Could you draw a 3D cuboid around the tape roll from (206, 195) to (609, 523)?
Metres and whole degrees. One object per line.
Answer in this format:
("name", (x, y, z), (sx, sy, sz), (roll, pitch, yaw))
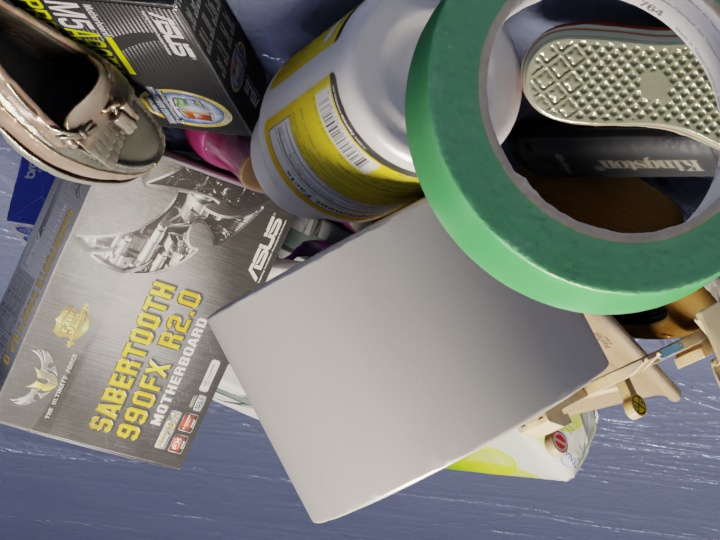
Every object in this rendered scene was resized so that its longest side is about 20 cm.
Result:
("tape roll", (0.027, 0.041, 1.478), (0.202, 0.140, 0.203), (-29, -179, 0))

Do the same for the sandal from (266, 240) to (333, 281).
("sandal", (0.003, 0.003, 1.700), (0.202, 0.050, 0.082), (9, 161, 29))

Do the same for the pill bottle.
("pill bottle", (0.006, -0.090, 1.465), (0.111, 0.112, 0.200), (17, 163, -19))

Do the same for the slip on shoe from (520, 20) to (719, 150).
("slip on shoe", (0.186, -0.105, 1.397), (0.199, 0.074, 0.061), (6, -161, -4))

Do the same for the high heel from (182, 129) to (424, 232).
("high heel", (-0.032, -0.075, 1.671), (0.199, 0.068, 0.096), (6, -151, -42))

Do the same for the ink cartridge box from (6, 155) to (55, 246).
("ink cartridge box", (-0.200, -0.043, 1.786), (0.044, 0.095, 0.200), (9, 163, 9))

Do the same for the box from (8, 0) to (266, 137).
("box", (-0.156, -0.144, 1.513), (0.159, 0.045, 0.200), (8, 163, 13))

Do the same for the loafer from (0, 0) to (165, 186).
("loafer", (-0.181, -0.107, 1.463), (0.063, 0.072, 0.200), (-14, 148, 40))

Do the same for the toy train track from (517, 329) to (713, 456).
("toy train track", (0.163, 0.075, 1.536), (0.114, 0.033, 0.200), (-28, 175, 39))

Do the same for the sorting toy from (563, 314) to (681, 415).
("sorting toy", (0.089, 0.054, 1.654), (0.199, 0.037, 0.185), (-11, 149, 26))

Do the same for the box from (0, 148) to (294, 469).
("box", (-0.149, 0.018, 1.646), (0.158, 0.201, 0.048), (19, -171, -39))

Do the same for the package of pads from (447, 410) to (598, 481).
("package of pads", (0.067, 0.071, 1.806), (0.154, 0.068, 0.200), (4, 147, 38))

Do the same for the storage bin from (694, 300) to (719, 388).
("storage bin", (0.332, 0.047, 1.572), (0.199, 0.094, 0.199), (-28, 152, 12))

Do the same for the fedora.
("fedora", (0.145, -0.021, 1.637), (0.200, 0.082, 0.201), (17, 165, 5))

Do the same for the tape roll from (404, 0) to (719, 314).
("tape roll", (0.124, -0.080, 1.260), (0.199, 0.202, 0.048), (14, 163, -10))

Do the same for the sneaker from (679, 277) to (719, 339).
("sneaker", (0.245, 0.008, 1.680), (0.129, 0.080, 0.199), (-7, 167, 27))

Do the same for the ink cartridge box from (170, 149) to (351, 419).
("ink cartridge box", (-0.089, 0.016, 1.806), (0.084, 0.147, 0.200), (5, 165, 44))

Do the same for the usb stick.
("usb stick", (0.186, -0.076, 1.528), (0.199, 0.033, 0.055), (2, 162, 31))
